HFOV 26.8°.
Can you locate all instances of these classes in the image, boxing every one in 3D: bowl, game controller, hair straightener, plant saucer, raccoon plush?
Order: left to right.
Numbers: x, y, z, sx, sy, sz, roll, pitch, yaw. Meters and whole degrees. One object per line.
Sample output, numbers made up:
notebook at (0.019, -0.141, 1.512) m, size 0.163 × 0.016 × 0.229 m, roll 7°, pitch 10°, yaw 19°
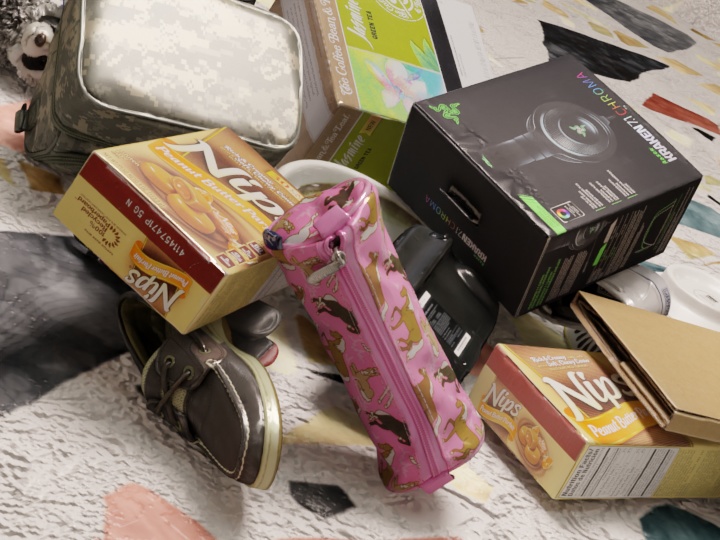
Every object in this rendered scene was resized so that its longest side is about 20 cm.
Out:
raccoon plush at (-0.291, -0.227, 1.366) m, size 0.133 × 0.097 × 0.200 m, roll 29°, pitch 21°, yaw -12°
hair straightener at (-0.135, -0.010, 1.060) m, size 0.199 × 0.077 × 0.041 m, roll 36°, pitch 51°, yaw 22°
plant saucer at (0.000, 0.000, 1.189) m, size 0.199 × 0.050 × 0.201 m, roll 28°, pitch 32°, yaw -19°
game controller at (0.045, 0.036, 1.117) m, size 0.105 × 0.042 × 0.200 m, roll 53°, pitch 30°, yaw -7°
bowl at (0.290, 0.056, 1.347) m, size 0.199 × 0.095 × 0.201 m, roll 22°, pitch 22°, yaw -9°

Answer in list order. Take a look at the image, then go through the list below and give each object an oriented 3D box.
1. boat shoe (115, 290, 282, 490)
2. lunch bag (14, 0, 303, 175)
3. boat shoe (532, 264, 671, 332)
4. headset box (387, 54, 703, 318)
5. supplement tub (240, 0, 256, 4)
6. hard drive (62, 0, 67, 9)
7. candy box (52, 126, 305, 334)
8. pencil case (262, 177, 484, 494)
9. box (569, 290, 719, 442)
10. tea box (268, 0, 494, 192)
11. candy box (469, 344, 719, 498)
boat shoe at (-0.106, 0.070, 0.940) m, size 0.065 × 0.072 × 0.201 m, roll 5°, pitch 25°, yaw -27°
lunch bag at (-0.157, -0.129, 1.196) m, size 0.198 × 0.168 × 0.141 m, roll 12°, pitch 64°, yaw -26°
boat shoe at (0.168, 0.009, 1.304) m, size 0.199 × 0.074 × 0.065 m, roll 11°, pitch 19°, yaw 42°
headset box at (0.144, -0.073, 1.243) m, size 0.199 × 0.093 × 0.174 m, roll -20°, pitch 55°, yaw -34°
supplement tub at (-0.159, -0.276, 1.457) m, size 0.121 × 0.201 × 0.123 m, roll 22°, pitch 23°, yaw -10°
hard drive at (-0.171, -0.175, 1.332) m, size 0.199 × 0.025 × 0.133 m, roll 16°, pitch 63°, yaw -38°
candy box at (-0.102, -0.033, 1.000) m, size 0.115 × 0.055 × 0.200 m, roll 42°, pitch 20°, yaw 8°
pencil case at (0.012, 0.043, 0.968) m, size 0.082 × 0.201 × 0.087 m, roll -8°, pitch 26°, yaw 40°
box at (0.275, 0.086, 1.176) m, size 0.198 × 0.021 × 0.164 m, roll 15°, pitch 24°, yaw -29°
tea box at (0.015, -0.159, 1.405) m, size 0.195 × 0.134 × 0.201 m, roll 11°, pitch 47°, yaw -28°
candy box at (0.192, 0.115, 1.143) m, size 0.199 × 0.056 × 0.116 m, roll 6°, pitch 30°, yaw -39°
